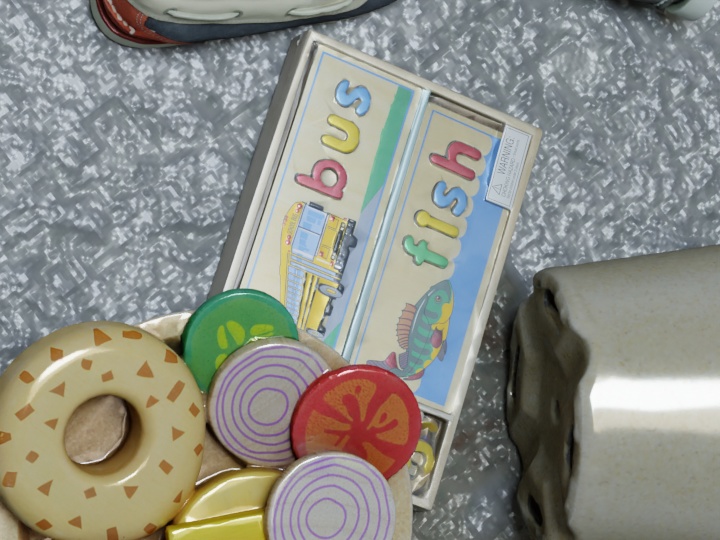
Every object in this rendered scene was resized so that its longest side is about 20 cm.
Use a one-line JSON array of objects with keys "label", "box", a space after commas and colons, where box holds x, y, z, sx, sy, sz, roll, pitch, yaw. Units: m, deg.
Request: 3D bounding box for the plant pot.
[{"label": "plant pot", "box": [0.171, 0.065, 1.059, 0.183, 0.200, 0.201, -1, 83, -11]}]

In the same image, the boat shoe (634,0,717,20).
[{"label": "boat shoe", "box": [0.163, -0.230, 1.146, 0.060, 0.072, 0.202, 13, 77, -17]}]

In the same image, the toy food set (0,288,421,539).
[{"label": "toy food set", "box": [-0.064, 0.110, 1.004, 0.197, 0.049, 0.201, -9, 96, -17]}]

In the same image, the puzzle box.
[{"label": "puzzle box", "box": [0.000, 0.000, 1.075, 0.133, 0.025, 0.201, 21, 76, -17]}]

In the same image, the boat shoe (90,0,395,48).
[{"label": "boat shoe", "box": [-0.030, -0.152, 1.064, 0.199, 0.063, 0.071, -18, 88, -24]}]
